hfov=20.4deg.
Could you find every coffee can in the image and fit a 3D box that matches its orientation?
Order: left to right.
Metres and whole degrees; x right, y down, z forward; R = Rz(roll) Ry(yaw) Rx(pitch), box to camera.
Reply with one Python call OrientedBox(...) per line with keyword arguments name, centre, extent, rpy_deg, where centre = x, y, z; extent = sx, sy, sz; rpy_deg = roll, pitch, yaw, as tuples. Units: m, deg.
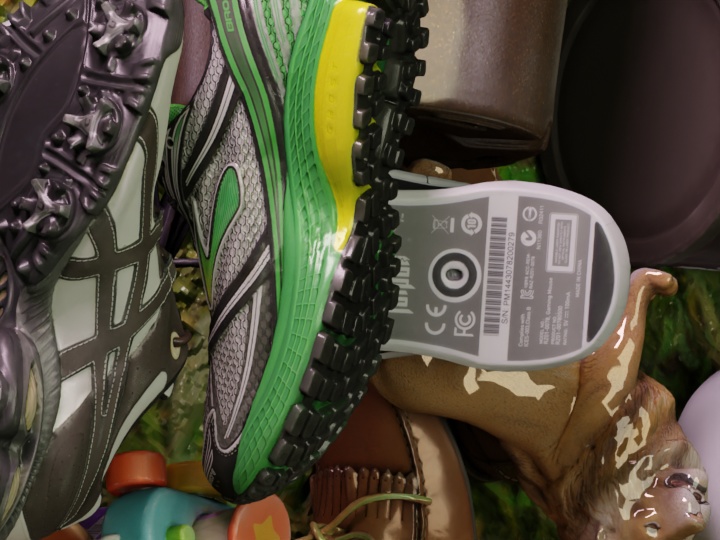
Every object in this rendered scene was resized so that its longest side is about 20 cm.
OrientedBox(name="coffee can", centre=(0.205, -0.069, 0.947), extent=(0.199, 0.146, 0.147), rpy_deg=(4, 82, -34))

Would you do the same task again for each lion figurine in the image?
OrientedBox(name="lion figurine", centre=(0.060, 0.042, 0.813), extent=(0.199, 0.072, 0.123), rpy_deg=(24, 82, -10))

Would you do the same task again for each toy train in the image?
OrientedBox(name="toy train", centre=(-0.040, 0.159, 0.730), extent=(0.201, 0.055, 0.151), rpy_deg=(60, 30, -24))

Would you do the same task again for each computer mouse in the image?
OrientedBox(name="computer mouse", centre=(0.000, 0.000, 0.751), extent=(0.199, 0.044, 0.110), rpy_deg=(5, 96, -4))

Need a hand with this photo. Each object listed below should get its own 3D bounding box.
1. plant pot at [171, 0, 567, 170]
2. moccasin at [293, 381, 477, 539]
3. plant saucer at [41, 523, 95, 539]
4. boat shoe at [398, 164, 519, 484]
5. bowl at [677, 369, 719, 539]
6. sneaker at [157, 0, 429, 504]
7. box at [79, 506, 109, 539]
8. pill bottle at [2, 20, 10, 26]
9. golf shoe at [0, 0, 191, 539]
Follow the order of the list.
OrientedBox(name="plant pot", centre=(0.006, -0.148, 0.796), extent=(0.199, 0.200, 0.200), rpy_deg=(7, 84, -33))
OrientedBox(name="moccasin", centre=(0.003, 0.129, 0.835), extent=(0.077, 0.073, 0.203), rpy_deg=(-10, 99, -44))
OrientedBox(name="plant saucer", centre=(-0.159, 0.167, 0.693), extent=(0.199, 0.032, 0.202), rpy_deg=(6, 79, -33))
OrientedBox(name="boat shoe", centre=(0.054, -0.005, 0.883), extent=(0.072, 0.068, 0.201), rpy_deg=(-23, 96, -32))
OrientedBox(name="bowl", centre=(0.189, 0.131, 0.922), extent=(0.201, 0.090, 0.202), rpy_deg=(56, 22, -37))
OrientedBox(name="sneaker", centre=(-0.031, -0.017, 0.698), extent=(0.078, 0.085, 0.201), rpy_deg=(-15, 114, -69))
OrientedBox(name="box", centre=(-0.124, 0.204, 0.754), extent=(0.200, 0.039, 0.137), rpy_deg=(-41, 106, -31))
OrientedBox(name="pill bottle", centre=(-0.182, -0.018, 0.700), extent=(0.200, 0.111, 0.111), rpy_deg=(-34, 103, -33))
OrientedBox(name="golf shoe", centre=(-0.096, -0.005, 0.666), extent=(0.094, 0.077, 0.201), rpy_deg=(15, 97, -55))
